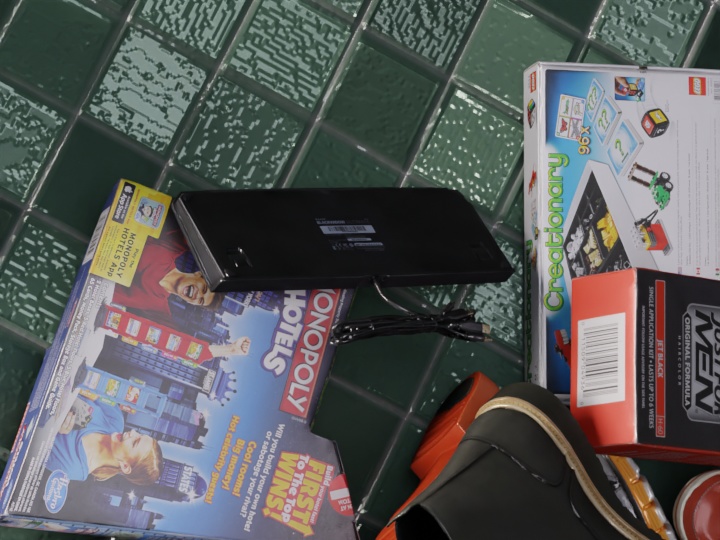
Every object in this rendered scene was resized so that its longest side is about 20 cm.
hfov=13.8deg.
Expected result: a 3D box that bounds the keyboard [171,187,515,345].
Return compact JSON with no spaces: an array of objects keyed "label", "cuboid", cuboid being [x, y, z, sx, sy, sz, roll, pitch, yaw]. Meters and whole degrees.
[{"label":"keyboard","cuboid":[0.000,0.000,1.664,0.199,0.021,0.127,-2,44,-32]}]

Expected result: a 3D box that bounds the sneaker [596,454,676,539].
[{"label":"sneaker","cuboid":[0.152,0.177,1.711,0.077,0.078,0.201,-25,82,6]}]

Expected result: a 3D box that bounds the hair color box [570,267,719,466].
[{"label":"hair color box","cuboid":[0.213,0.060,1.698,0.199,0.061,0.102,7,79,-36]}]

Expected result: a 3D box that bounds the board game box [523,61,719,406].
[{"label":"board game box","cuboid":[0.160,-0.019,1.753,0.125,0.035,0.202,2,83,-14]}]

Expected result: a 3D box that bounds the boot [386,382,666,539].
[{"label":"boot","cuboid":[0.101,0.177,1.608,0.200,0.077,0.138,51,42,0]}]

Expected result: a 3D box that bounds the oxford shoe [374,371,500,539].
[{"label":"oxford shoe","cuboid":[0.055,0.146,1.660,0.072,0.071,0.201,37,50,-10]}]

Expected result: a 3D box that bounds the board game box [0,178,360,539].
[{"label":"board game box","cuboid":[-0.081,0.080,1.672,0.199,0.062,0.201,22,76,-13]}]

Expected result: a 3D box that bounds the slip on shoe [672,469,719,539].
[{"label":"slip on shoe","cuboid":[0.271,0.174,1.695,0.199,0.061,0.074,32,78,5]}]
